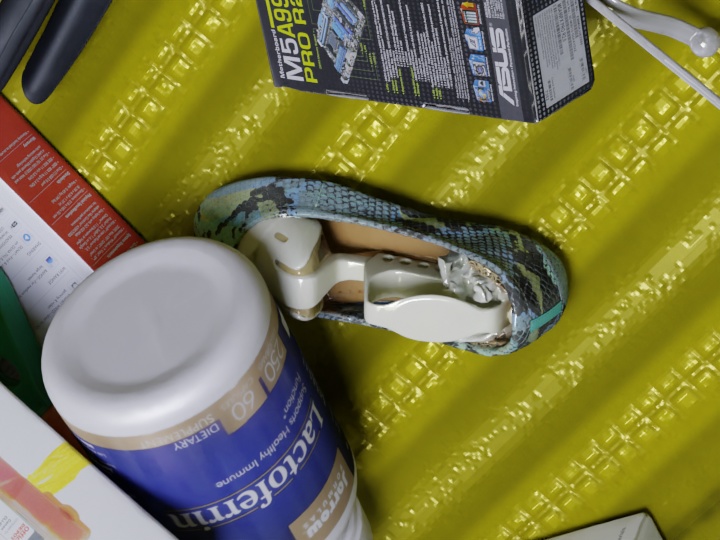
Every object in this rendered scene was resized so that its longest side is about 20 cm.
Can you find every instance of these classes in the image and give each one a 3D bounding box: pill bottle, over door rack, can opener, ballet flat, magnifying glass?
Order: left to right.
[{"bbox_3d":[-0.178,0.057,1.010,0.200,0.022,0.080,47,125,-5],"label":"magnifying glass"},{"bbox_3d":[-0.132,-0.155,0.916,0.063,0.079,0.201,6,133,-26],"label":"can opener"},{"bbox_3d":[-0.068,0.089,0.956,0.115,0.116,0.201,-2,138,24],"label":"pill bottle"},{"bbox_3d":[0.000,0.000,0.932,0.198,0.074,0.075,7,120,19],"label":"ballet flat"},{"bbox_3d":[0.174,-0.125,0.765,0.200,0.066,0.148,50,130,27],"label":"over door rack"}]

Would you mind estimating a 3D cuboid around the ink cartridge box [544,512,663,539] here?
[{"bbox_3d":[0.087,0.229,1.013,0.199,0.083,0.146,-21,108,31],"label":"ink cartridge box"}]

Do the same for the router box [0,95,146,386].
[{"bbox_3d":[-0.214,0.017,1.043,0.180,0.049,0.200,46,125,-6],"label":"router box"}]

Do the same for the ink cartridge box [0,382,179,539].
[{"bbox_3d":[-0.172,0.125,0.934,0.200,0.083,0.145,40,160,10],"label":"ink cartridge box"}]

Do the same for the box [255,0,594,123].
[{"bbox_3d":[0.012,-0.169,0.815,0.159,0.044,0.201,12,123,42],"label":"box"}]
